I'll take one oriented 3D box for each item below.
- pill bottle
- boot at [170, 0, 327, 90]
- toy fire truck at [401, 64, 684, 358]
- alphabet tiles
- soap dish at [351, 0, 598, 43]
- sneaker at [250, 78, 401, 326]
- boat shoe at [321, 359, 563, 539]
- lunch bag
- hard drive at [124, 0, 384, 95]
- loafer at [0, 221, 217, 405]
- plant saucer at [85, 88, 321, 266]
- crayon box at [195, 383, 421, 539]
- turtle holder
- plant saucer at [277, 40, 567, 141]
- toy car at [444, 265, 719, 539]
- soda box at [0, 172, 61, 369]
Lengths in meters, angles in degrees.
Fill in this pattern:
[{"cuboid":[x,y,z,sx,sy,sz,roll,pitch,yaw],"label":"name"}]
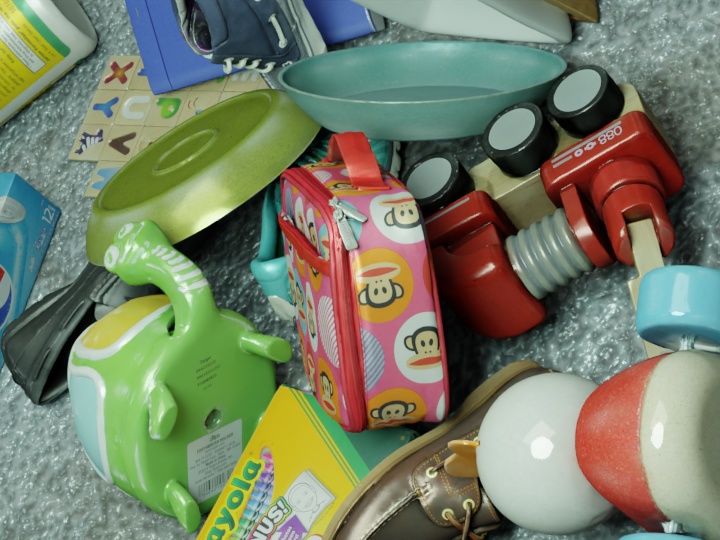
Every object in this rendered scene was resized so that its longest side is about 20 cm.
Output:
[{"cuboid":[-0.326,-0.168,1.750,0.200,0.113,0.113,-38,48,8],"label":"pill bottle"},{"cuboid":[-0.085,-0.171,1.528,0.073,0.200,0.090,28,65,30],"label":"boot"},{"cuboid":[0.136,-0.001,1.355,0.176,0.129,0.200,-30,40,15],"label":"toy fire truck"},{"cuboid":[-0.139,-0.127,1.673,0.200,0.006,0.167,5,65,35],"label":"alphabet tiles"},{"cuboid":[0.054,-0.222,1.475,0.157,0.200,0.081,10,87,37],"label":"soap dish"},{"cuboid":[-0.027,-0.058,1.506,0.077,0.080,0.200,-5,56,31],"label":"sneaker"},{"cuboid":[0.063,0.133,1.314,0.200,0.070,0.070,-42,43,-14],"label":"boat shoe"},{"cuboid":[0.000,0.000,1.353,0.082,0.176,0.200,-8,12,-9],"label":"lunch bag"},{"cuboid":[-0.090,-0.223,1.630,0.200,0.025,0.132,-13,96,26],"label":"hard drive"},{"cuboid":[-0.179,0.023,1.569,0.201,0.068,0.070,-40,56,12],"label":"loafer"},{"cuboid":[-0.118,-0.074,1.511,0.200,0.031,0.200,-28,19,11],"label":"plant saucer"},{"cuboid":[-0.042,0.185,1.379,0.119,0.058,0.200,17,72,39],"label":"crayon box"},{"cuboid":[-0.138,0.074,1.428,0.132,0.186,0.141,22,64,38],"label":"turtle holder"},{"cuboid":[0.043,-0.123,1.467,0.200,0.200,0.036,10,111,37],"label":"plant saucer"},{"cuboid":[0.146,0.110,1.232,0.200,0.177,0.185,-5,70,38],"label":"toy car"},{"cuboid":[-0.307,0.024,1.651,0.068,0.064,0.200,2,64,34],"label":"soda box"}]
